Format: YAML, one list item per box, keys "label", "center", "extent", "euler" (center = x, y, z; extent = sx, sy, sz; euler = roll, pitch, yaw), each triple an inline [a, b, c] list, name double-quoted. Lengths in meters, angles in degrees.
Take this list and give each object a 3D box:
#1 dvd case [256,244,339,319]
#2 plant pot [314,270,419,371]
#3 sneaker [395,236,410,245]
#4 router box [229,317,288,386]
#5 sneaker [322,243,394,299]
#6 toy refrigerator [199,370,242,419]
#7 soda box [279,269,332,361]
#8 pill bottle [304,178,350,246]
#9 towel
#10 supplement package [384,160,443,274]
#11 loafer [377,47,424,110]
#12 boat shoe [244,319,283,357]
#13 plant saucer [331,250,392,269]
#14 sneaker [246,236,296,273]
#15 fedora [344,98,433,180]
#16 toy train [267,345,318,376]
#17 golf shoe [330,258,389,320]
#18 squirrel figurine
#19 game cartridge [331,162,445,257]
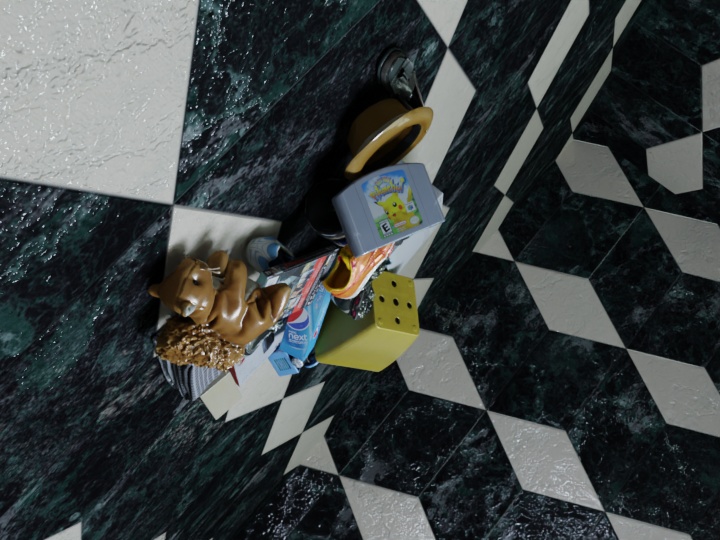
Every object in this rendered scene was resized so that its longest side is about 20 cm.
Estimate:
- label: "dvd case"
  center: [-0.130, 0.034, 1.331]
  extent: [0.199, 0.022, 0.147]
  euler: [-26, 151, -51]
- label: "plant pot"
  center: [0.022, 0.097, 1.661]
  extent: [0.198, 0.203, 0.175]
  euler: [15, 150, -39]
- label: "sneaker"
  center: [0.056, -0.145, 1.455]
  extent: [0.079, 0.202, 0.075]
  euler: [-31, 158, 8]
- label: "router box"
  center: [-0.216, 0.137, 1.595]
  extent: [0.200, 0.049, 0.180]
  euler: [-47, 165, -21]
- label: "sneaker"
  center: [0.004, -0.034, 1.379]
  extent: [0.077, 0.073, 0.202]
  euler: [22, 100, -53]
- label: "toy refrigerator"
  center: [-0.305, 0.237, 1.527]
  extent: [0.076, 0.070, 0.201]
  euler: [-39, 162, -16]
- label: "soda box"
  center: [-0.110, 0.087, 1.560]
  extent: [0.068, 0.063, 0.202]
  euler: [-53, 164, -59]
- label: "pill bottle"
  center: [-0.031, -0.106, 1.452]
  extent: [0.112, 0.111, 0.200]
  euler: [-52, 165, 3]
- label: "towel"
  center: [-0.274, 0.131, 1.323]
  extent: [0.166, 0.085, 0.201]
  euler: [-45, 164, -27]
- label: "supplement package"
  center: [0.073, -0.113, 1.689]
  extent: [0.201, 0.147, 0.191]
  euler: [-49, 166, -8]
- label: "loafer"
  center: [0.082, -0.338, 1.337]
  extent: [0.072, 0.063, 0.200]
  euler: [-52, 166, 2]
- label: "boat shoe"
  center: [-0.182, 0.087, 1.457]
  extent: [0.073, 0.068, 0.201]
  euler: [33, 86, -50]
- label: "plant saucer"
  center: [-0.032, -0.016, 1.584]
  extent: [0.197, 0.070, 0.019]
  euler: [-17, -142, 27]
- label: "sneaker"
  center: [-0.139, 0.000, 1.355]
  extent: [0.073, 0.072, 0.200]
  euler: [-68, 152, -14]
- label: "fedora"
  center: [0.037, -0.248, 1.343]
  extent: [0.199, 0.082, 0.201]
  euler: [-33, 167, -8]
- label: "toy train"
  center: [-0.139, 0.158, 1.740]
  extent: [0.113, 0.087, 0.201]
  euler: [-13, -150, 26]
- label: "golf shoe"
  center: [0.000, 0.000, 1.508]
  extent: [0.077, 0.087, 0.203]
  euler: [-21, 135, -64]
- label: "squirrel figurine"
  center: [-0.240, 0.069, 1.148]
  extent: [0.186, 0.141, 0.202]
  euler: [13, 105, -59]
- label: "game cartridge"
  center: [0.051, -0.119, 1.343]
  extent: [0.198, 0.135, 0.040]
  euler: [-23, 179, -24]
